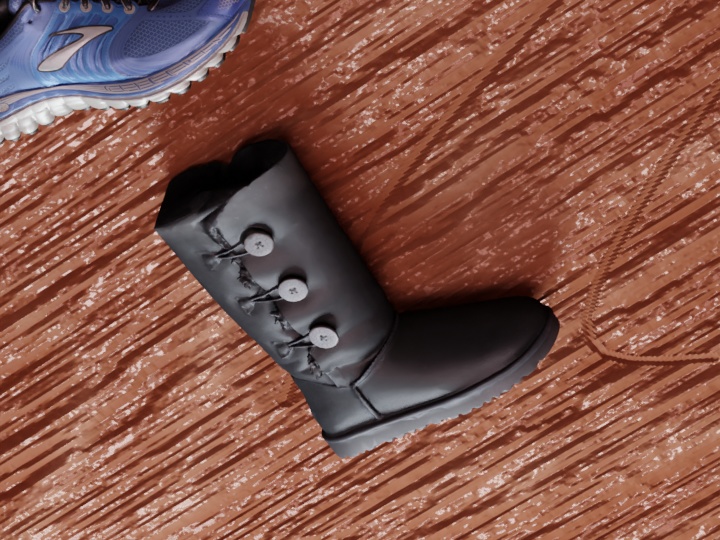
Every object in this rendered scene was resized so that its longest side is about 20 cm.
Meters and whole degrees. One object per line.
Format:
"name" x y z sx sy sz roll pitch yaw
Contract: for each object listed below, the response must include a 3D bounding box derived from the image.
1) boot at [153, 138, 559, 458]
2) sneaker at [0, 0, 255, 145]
"boot" -0.001 0.001 1.598 0.164 0.066 0.200 -28 114 15
"sneaker" -0.150 -0.136 1.496 0.199 0.079 0.089 -18 124 12
